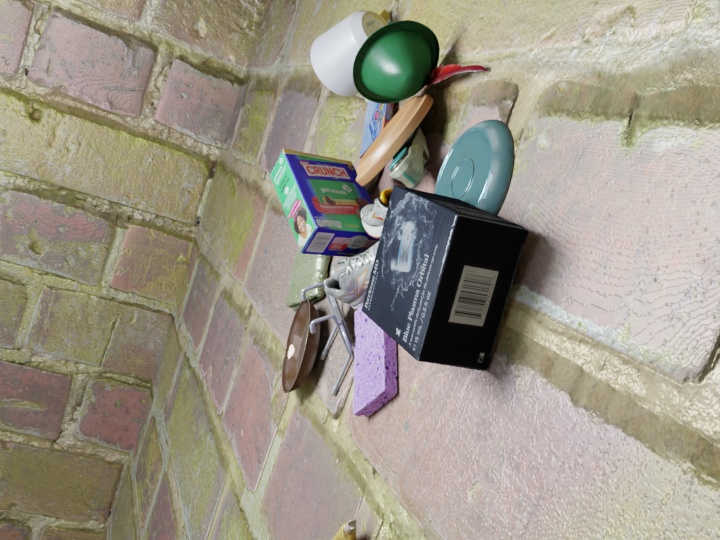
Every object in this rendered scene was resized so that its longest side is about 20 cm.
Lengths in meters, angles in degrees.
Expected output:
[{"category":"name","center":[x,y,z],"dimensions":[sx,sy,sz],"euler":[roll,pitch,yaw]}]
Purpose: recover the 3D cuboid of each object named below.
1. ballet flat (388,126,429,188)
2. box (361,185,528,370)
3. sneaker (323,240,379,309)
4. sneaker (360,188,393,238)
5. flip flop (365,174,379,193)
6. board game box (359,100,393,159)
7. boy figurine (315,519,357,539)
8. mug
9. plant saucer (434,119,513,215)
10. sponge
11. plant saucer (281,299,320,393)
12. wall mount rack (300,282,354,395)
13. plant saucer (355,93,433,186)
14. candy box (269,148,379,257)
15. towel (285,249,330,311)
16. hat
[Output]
[{"category":"ballet flat","center":[0.089,-0.191,1.336],"dimensions":[0.067,0.062,0.201],"euler":[-45,12,28]},{"category":"box","center":[0.108,0.005,1.069],"dimensions":[0.200,0.116,0.200],"euler":[37,115,63]},{"category":"sneaker","center":[0.000,0.000,1.391],"dimensions":[0.200,0.091,0.077],"euler":[-51,31,43]},{"category":"sneaker","center":[0.057,-0.105,1.316],"dimensions":[0.199,0.077,0.083],"euler":[9,127,62]},{"category":"flip flop","center":[-0.020,-0.156,1.583],"dimensions":[0.201,0.057,0.082],"euler":[-58,28,33]},{"category":"board game box","center":[0.039,-0.333,1.589],"dimensions":[0.103,0.019,0.202],"euler":[-45,31,52]},{"category":"boy figurine","center":[-0.026,0.450,1.201],"dimensions":[0.199,0.064,0.126],"euler":[-15,64,61]},{"category":"mug","center":[-0.009,-0.500,1.682],"dimensions":[0.153,0.148,0.189],"euler":[-28,56,50]},{"category":"plant saucer","center":[0.164,-0.137,1.182],"dimensions":[0.200,0.027,0.203],"euler":[-47,35,47]},{"category":"sponge","center":[0.024,0.138,1.326],"dimensions":[0.112,0.029,0.203],"euler":[-47,35,49]},{"category":"plant saucer","center":[-0.122,0.160,1.623],"dimensions":[0.200,0.036,0.204],"euler":[-166,90,-74]},{"category":"wall mount rack","center":[-0.058,0.127,1.473],"dimensions":[0.201,0.074,0.176],"euler":[-113,4,-58]},{"category":"plant saucer","center":[0.055,-0.239,1.389],"dimensions":[0.201,0.032,0.200],"euler":[-49,9,11]},{"category":"candy box","center":[-0.061,-0.125,1.454],"dimensions":[0.077,0.167,0.202],"euler":[-53,49,35]},{"category":"towel","center":[-0.119,0.009,1.738],"dimensions":[0.199,0.036,0.151],"euler":[-21,58,63]},{"category":"hat","center":[0.088,-0.315,1.330],"dimensions":[0.201,0.163,0.178],"euler":[106,152,-48]}]
